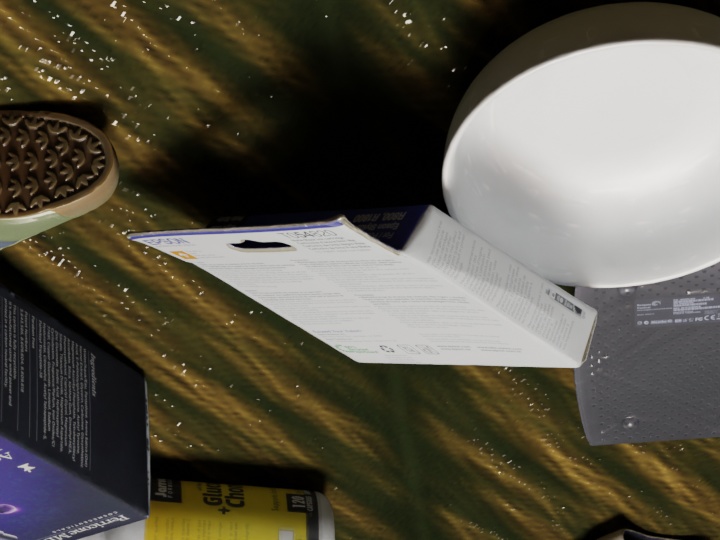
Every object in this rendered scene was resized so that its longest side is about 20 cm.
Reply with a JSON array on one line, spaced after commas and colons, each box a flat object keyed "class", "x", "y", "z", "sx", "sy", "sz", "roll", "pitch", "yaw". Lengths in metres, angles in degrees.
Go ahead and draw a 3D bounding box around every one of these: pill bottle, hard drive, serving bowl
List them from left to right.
[{"class": "pill bottle", "x": -0.122, "y": 0.204, "z": 1.460, "sx": 0.198, "sy": 0.113, "sz": 0.112, "roll": 6, "pitch": 143, "yaw": -9}, {"class": "serving bowl", "x": 0.142, "y": -0.077, "z": 1.128, "sx": 0.198, "sy": 0.066, "sz": 0.201, "roll": -1, "pitch": 142, "yaw": -1}, {"class": "hard drive", "x": 0.199, "y": 0.039, "z": 1.305, "sx": 0.134, "sy": 0.043, "sz": 0.201, "roll": -5, "pitch": 142, "yaw": 5}]

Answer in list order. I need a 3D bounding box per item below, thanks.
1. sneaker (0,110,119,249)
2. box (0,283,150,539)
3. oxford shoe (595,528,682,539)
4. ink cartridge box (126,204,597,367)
[{"class": "sneaker", "x": -0.229, "y": -0.037, "z": 1.187, "sx": 0.199, "sy": 0.068, "sz": 0.090, "roll": -9, "pitch": 158, "yaw": 3}, {"class": "box", "x": -0.243, "y": 0.097, "z": 1.300, "sx": 0.147, "sy": 0.105, "sz": 0.200, "roll": -19, "pitch": 147, "yaw": 24}, {"class": "oxford shoe", "x": 0.250, "y": 0.247, "z": 1.563, "sx": 0.199, "sy": 0.071, "sz": 0.075, "roll": 20, "pitch": 133, "yaw": -27}, {"class": "ink cartridge box", "x": 0.000, "y": 0.000, "z": 1.187, "sx": 0.199, "sy": 0.041, "sz": 0.199, "roll": 30, "pitch": 160, "yaw": -37}]
